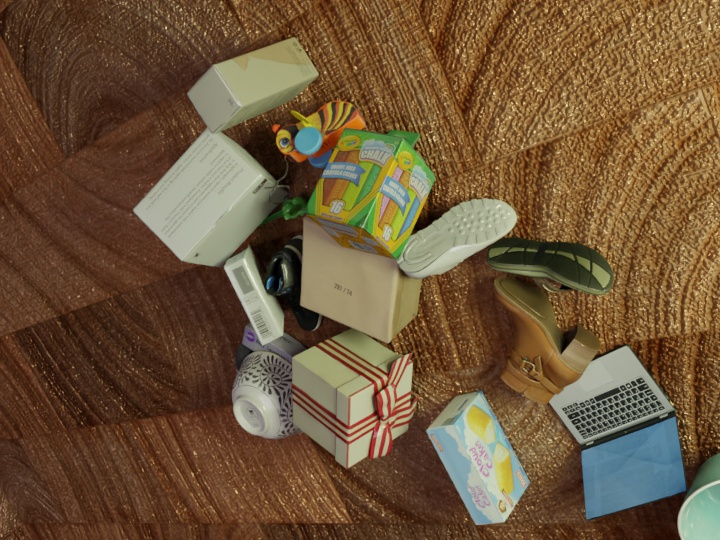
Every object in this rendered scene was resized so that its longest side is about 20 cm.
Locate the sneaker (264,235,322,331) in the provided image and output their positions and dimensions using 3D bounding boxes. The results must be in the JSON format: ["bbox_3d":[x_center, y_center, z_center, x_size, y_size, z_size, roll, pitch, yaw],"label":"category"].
[{"bbox_3d":[-0.134,0.043,1.494,0.073,0.112,0.201,12,121,32],"label":"sneaker"}]

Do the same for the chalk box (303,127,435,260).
[{"bbox_3d":[0.026,-0.139,1.235,0.124,0.201,0.124,15,165,37],"label":"chalk box"}]

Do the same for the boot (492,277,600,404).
[{"bbox_3d":[0.264,0.118,1.266,0.200,0.074,0.155,40,129,11],"label":"boot"}]

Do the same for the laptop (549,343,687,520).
[{"bbox_3d":[0.384,0.253,1.228,0.187,0.116,0.200,-36,91,42],"label":"laptop"}]

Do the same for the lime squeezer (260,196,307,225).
[{"bbox_3d":[-0.133,-0.104,1.449,0.038,0.071,0.200,46,165,-16],"label":"lime squeezer"}]

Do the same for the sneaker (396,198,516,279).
[{"bbox_3d":[0.155,-0.047,1.247,0.199,0.080,0.077,-23,60,14],"label":"sneaker"}]

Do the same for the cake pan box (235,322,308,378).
[{"bbox_3d":[-0.173,0.216,1.662,0.199,0.052,0.185,32,127,18],"label":"cake pan box"}]

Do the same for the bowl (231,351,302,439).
[{"bbox_3d":[-0.199,0.275,1.618,0.200,0.094,0.202,18,123,29],"label":"bowl"}]

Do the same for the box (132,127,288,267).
[{"bbox_3d":[-0.255,-0.122,1.385,0.131,0.200,0.199,44,93,8],"label":"box"}]

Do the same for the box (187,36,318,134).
[{"bbox_3d":[-0.170,-0.300,1.271,0.095,0.200,0.078,-29,95,42],"label":"box"}]

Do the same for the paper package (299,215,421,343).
[{"bbox_3d":[0.000,0.000,1.379,0.199,0.103,0.192,22,126,26],"label":"paper package"}]

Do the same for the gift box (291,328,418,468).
[{"bbox_3d":[0.001,0.223,1.455,0.186,0.199,0.185,30,134,40],"label":"gift box"}]

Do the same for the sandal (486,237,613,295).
[{"bbox_3d":[0.288,-0.003,1.194,0.200,0.080,0.058,16,140,37],"label":"sandal"}]

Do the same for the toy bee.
[{"bbox_3d":[-0.097,-0.222,1.304,0.109,0.199,0.131,53,165,27],"label":"toy bee"}]

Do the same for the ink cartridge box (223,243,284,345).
[{"bbox_3d":[-0.199,0.039,1.497,0.047,0.200,0.161,-26,101,-2],"label":"ink cartridge box"}]

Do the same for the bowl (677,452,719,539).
[{"bbox_3d":[0.561,0.336,1.133,0.200,0.105,0.202,9,122,15],"label":"bowl"}]

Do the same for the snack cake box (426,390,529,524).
[{"bbox_3d":[0.210,0.332,1.400,0.067,0.115,0.201,-21,101,41],"label":"snack cake box"}]
